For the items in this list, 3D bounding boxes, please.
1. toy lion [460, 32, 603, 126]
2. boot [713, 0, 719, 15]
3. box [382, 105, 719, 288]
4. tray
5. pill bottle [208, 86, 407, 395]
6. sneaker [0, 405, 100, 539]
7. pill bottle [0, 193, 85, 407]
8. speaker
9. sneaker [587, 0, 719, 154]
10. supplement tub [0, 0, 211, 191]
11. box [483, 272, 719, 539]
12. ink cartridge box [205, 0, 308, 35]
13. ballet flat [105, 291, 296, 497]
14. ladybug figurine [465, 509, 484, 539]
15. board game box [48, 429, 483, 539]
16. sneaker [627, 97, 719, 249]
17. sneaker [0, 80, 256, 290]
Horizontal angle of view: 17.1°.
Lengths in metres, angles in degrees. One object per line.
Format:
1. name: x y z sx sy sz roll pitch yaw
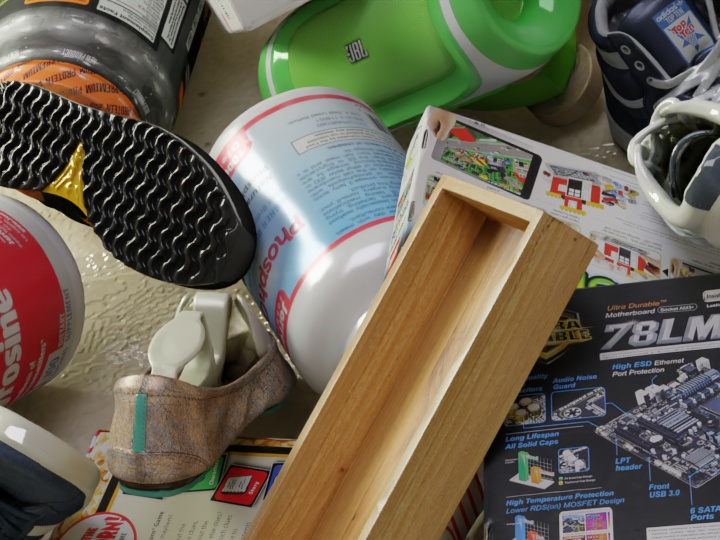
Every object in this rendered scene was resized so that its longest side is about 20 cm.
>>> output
1. toy lion: 0.074 -0.187 1.385 0.191 0.069 0.201 5 68 45
2. boot: 0.253 -0.200 1.360 0.165 0.066 0.200 -38 40 -21
3. box: 0.114 -0.004 1.144 0.199 0.035 0.110 19 42 -5
4. tray: 0.021 0.061 1.033 0.201 0.037 0.099 -61 26 -2
5. pill bottle: 0.000 0.000 1.209 0.108 0.109 0.200 -27 41 -7
6. sneaker: -0.183 0.123 1.126 0.075 0.200 0.085 33 65 -7
7. pill bottle: -0.235 0.038 1.202 0.112 0.113 0.200 6 20 26
8. speaker: 0.027 -0.125 1.282 0.200 0.088 0.089 -19 29 53
9. sneaker: 0.191 -0.084 1.221 0.070 0.109 0.200 -39 45 -19
10. supplement tub: -0.155 -0.140 1.405 0.122 0.123 0.201 -3 45 18
11. box: 0.150 0.088 0.997 0.199 0.050 0.199 -6 46 8
12. ink cartridge box: -0.046 -0.215 1.323 0.125 0.129 0.200 -28 8 -4
13. ballet flat: -0.073 0.048 1.154 0.068 0.068 0.200 -2 13 9
14. ladybug figurine: 0.130 0.114 1.066 0.199 0.072 0.136 -25 42 -5
15. board game box: -0.056 0.148 1.122 0.199 0.046 0.152 2 47 23
16. sneaker: 0.156 -0.051 1.071 0.073 0.071 0.200 -58 11 3
17. sneaker: -0.112 -0.043 1.249 0.200 0.090 0.070 26 96 36
